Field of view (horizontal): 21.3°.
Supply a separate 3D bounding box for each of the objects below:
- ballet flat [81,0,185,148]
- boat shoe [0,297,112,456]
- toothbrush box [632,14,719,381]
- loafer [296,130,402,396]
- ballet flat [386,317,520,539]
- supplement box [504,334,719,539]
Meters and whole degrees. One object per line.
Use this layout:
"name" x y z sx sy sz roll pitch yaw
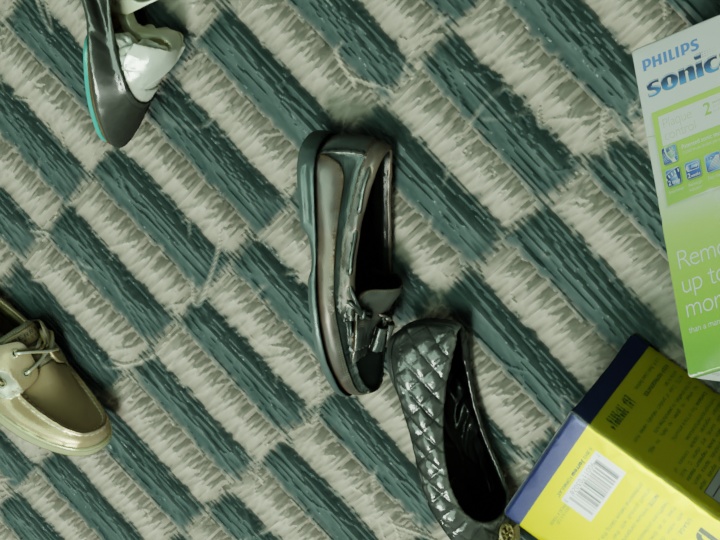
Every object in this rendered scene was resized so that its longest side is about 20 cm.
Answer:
"ballet flat" -0.164 -0.178 1.341 0.068 0.068 0.200 3 118 21
"boat shoe" -0.279 0.072 1.554 0.200 0.072 0.065 40 132 14
"toothbrush box" 0.249 -0.048 1.078 0.145 0.086 0.200 -19 70 39
"loafer" 0.000 0.000 1.337 0.063 0.072 0.200 3 116 24
"ballet flat" 0.073 0.127 1.361 0.057 0.066 0.200 -8 111 40
"supplement box" 0.217 0.159 1.261 0.200 0.109 0.110 36 129 10
